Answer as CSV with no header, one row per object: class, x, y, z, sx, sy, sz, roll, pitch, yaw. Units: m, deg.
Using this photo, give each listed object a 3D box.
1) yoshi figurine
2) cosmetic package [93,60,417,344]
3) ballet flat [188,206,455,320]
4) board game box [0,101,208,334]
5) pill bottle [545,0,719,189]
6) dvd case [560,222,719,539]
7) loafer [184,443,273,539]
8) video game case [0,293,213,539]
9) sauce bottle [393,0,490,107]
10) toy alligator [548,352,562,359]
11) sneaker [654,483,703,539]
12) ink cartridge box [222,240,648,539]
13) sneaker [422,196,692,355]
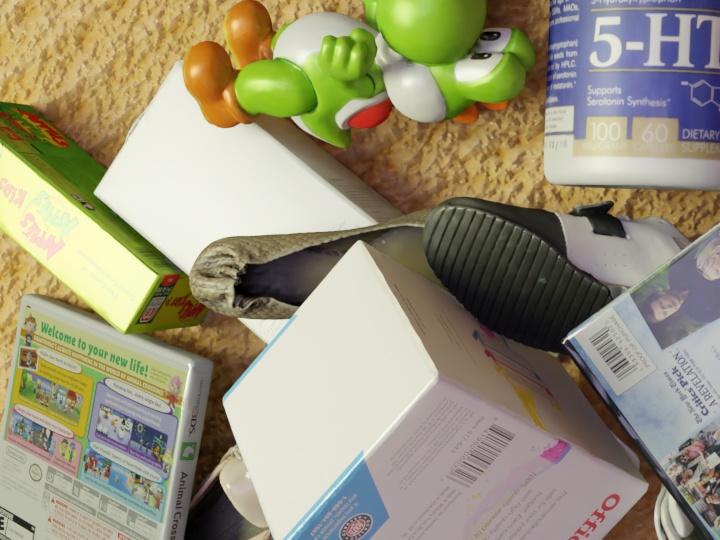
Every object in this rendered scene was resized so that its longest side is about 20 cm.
yoshi figurine,-0.001,-0.136,0.893,0.199,0.112,0.113,1,84,27
cosmetic package,-0.056,-0.031,0.994,0.200,0.085,0.108,41,104,17
ballet flat,0.000,0.000,0.899,0.199,0.046,0.068,-2,101,2
board game box,-0.190,-0.039,1.038,0.200,0.102,0.048,39,104,17
pill bottle,0.165,-0.147,0.876,0.119,0.120,0.201,2,92,22
dvd case,0.219,0.036,0.788,0.200,0.018,0.143,-38,84,21
loafer,-0.070,0.147,0.982,0.200,0.063,0.072,-49,62,37
video game case,-0.179,0.125,1.041,0.199,0.022,0.183,16,98,45
sauce bottle,0.053,-0.196,0.958,0.066,0.066,0.201,12,96,21
toy alligator,0.037,0.090,0.975,0.200,0.054,0.059,-34,80,19
sneaker,0.195,0.094,0.881,0.073,0.115,0.201,-24,81,22
ink cartridge box,0.048,0.102,0.874,0.129,0.200,0.125,-49,38,15
sneaker,0.132,0.001,0.875,0.199,0.089,0.074,23,132,0
